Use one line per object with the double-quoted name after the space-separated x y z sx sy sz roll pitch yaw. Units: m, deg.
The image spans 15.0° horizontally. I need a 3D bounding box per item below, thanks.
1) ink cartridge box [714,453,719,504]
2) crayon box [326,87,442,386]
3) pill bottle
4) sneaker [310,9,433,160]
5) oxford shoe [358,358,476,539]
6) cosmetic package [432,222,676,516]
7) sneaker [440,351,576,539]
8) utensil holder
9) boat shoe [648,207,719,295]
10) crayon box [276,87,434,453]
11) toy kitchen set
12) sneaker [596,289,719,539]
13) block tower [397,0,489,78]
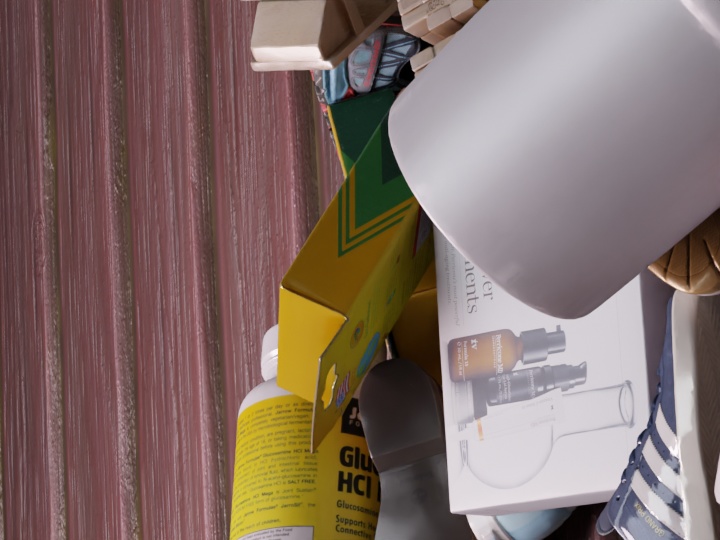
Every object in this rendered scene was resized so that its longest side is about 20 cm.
0.248 0.050 1.373 0.117 0.067 0.201 -130 47 -59 "ink cartridge box"
0.030 -0.006 1.871 0.126 0.051 0.201 73 -177 -57 "crayon box"
-0.028 0.138 1.805 0.112 0.112 0.201 133 143 -59 "pill bottle"
0.018 -0.132 1.934 0.200 0.095 0.080 65 -165 -75 "sneaker"
0.047 0.159 1.748 0.071 0.071 0.201 26 -123 -67 "oxford shoe"
0.119 0.039 1.633 0.150 0.052 0.201 -12 76 36 "cosmetic package"
0.107 0.090 1.747 0.082 0.074 0.201 -30 45 24 "sneaker"
0.137 -0.095 1.427 0.200 0.170 0.170 -44 44 25 "utensil holder"
0.160 -0.047 1.551 0.071 0.069 0.200 -55 50 18 "boat shoe"
0.000 0.000 1.711 0.200 0.051 0.127 -59 -13 -30 "crayon box"
-0.038 -0.249 1.794 0.199 0.163 0.181 3 127 39 "toy kitchen set"
0.170 0.109 1.520 0.084 0.075 0.201 -7 80 37 "sneaker"
0.063 -0.141 1.655 0.058 0.054 0.201 -27 60 30 "block tower"
